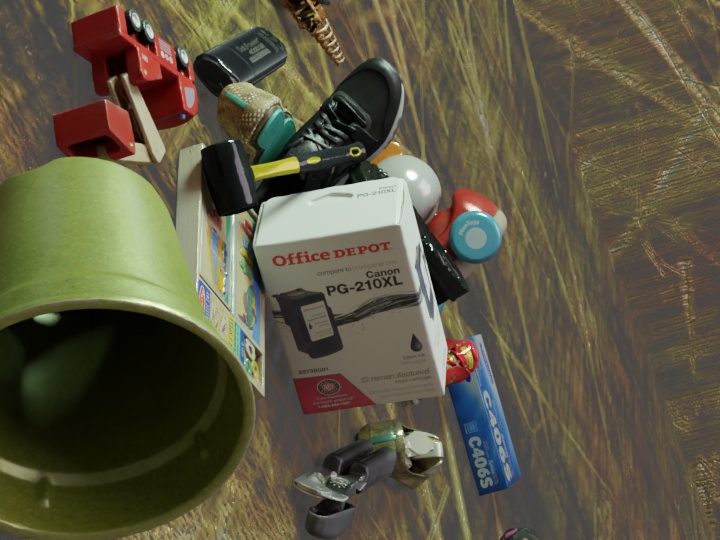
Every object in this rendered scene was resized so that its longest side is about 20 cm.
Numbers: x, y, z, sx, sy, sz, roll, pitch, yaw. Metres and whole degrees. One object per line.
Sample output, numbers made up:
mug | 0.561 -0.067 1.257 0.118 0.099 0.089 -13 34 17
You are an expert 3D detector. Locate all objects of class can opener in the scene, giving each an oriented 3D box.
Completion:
can opener | -0.017 0.213 1.558 0.200 0.053 0.067 -7 113 -73

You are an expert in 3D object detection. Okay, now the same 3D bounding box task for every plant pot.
plant pot | -0.176 0.034 1.003 0.201 0.199 0.185 58 11 -41

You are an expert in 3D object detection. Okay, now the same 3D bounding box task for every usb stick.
usb stick | -0.119 -0.212 1.619 0.055 0.033 0.200 41 21 -2

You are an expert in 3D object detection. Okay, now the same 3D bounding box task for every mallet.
mallet | -0.069 -0.106 1.473 0.199 0.041 0.066 -26 96 -47

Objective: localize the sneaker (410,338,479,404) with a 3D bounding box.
sneaker | 0.097 0.108 1.926 0.200 0.084 0.078 -18 90 -73

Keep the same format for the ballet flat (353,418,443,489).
ballet flat | 0.055 0.198 1.743 0.200 0.070 0.071 30 46 -66

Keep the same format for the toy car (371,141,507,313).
toy car | 0.054 -0.058 1.904 0.200 0.177 0.184 44 5 0

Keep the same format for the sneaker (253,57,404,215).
sneaker | -0.032 -0.119 1.563 0.076 0.200 0.087 41 19 11

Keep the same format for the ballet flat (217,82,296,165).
ballet flat | -0.103 -0.141 1.542 0.065 0.071 0.200 36 -9 6

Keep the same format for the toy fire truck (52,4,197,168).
toy fire truck | -0.188 -0.138 1.316 0.200 0.048 0.142 32 44 -66

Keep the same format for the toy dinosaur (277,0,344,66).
toy dinosaur | -0.069 -0.339 1.862 0.136 0.101 0.202 -40 131 -56

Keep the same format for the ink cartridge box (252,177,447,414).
ink cartridge box | -0.007 0.026 1.519 0.085 0.144 0.201 -82 160 -57

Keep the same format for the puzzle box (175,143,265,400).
puzzle box | -0.124 0.001 1.429 0.133 0.025 0.201 54 26 -47

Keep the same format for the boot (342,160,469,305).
boot | 0.001 0.002 1.610 0.211 0.157 0.080 51 12 -36

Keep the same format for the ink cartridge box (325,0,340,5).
ink cartridge box | 0.016 -0.433 1.978 0.085 0.199 0.147 10 65 -71

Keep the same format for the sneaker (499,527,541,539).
sneaker | 0.200 0.375 2.056 0.084 0.076 0.200 60 10 16

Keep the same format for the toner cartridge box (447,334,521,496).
toner cartridge box | 0.159 0.189 2.118 0.095 0.043 0.202 -9 83 -74
